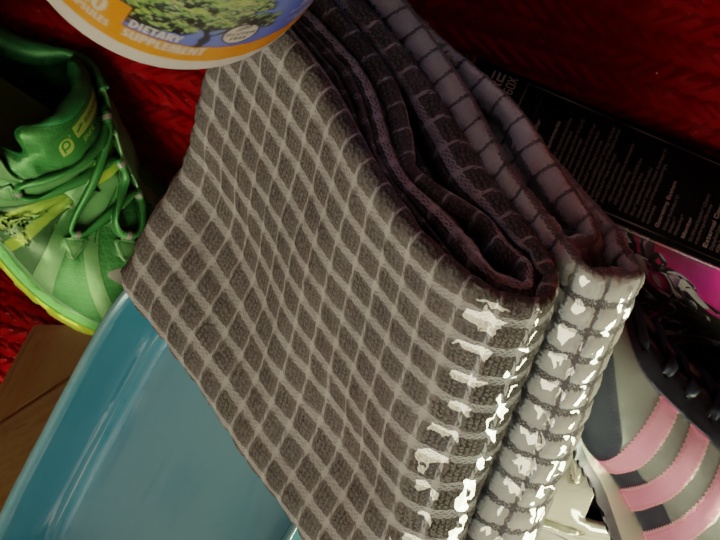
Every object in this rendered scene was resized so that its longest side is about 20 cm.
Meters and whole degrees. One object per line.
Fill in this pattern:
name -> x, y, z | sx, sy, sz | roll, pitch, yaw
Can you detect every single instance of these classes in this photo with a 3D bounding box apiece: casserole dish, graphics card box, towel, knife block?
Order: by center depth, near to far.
towel -> 0.000, 0.000, 1.051 | 0.200, 0.085, 0.166 | 52, 143, 34
graphics card box -> 0.113, 0.006, 1.132 | 0.199, 0.051, 0.126 | 23, 148, 3
casserole dish -> -0.074, 0.091, 1.199 | 0.121, 0.201, 0.039 | 35, -164, 25
knife block -> -0.125, 0.109, 1.277 | 0.199, 0.176, 0.064 | 0, 142, 34

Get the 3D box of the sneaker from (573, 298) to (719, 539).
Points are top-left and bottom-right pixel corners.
sneaker -> 0.119, 0.053, 1.105 | 0.082, 0.070, 0.201 | -17, 130, 11

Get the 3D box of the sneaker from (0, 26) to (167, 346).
sneaker -> -0.123, -0.038, 1.207 | 0.200, 0.074, 0.083 | 36, 150, -16

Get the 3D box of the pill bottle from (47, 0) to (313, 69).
pill bottle -> -0.031, -0.153, 0.918 | 0.112, 0.112, 0.200 | 30, 149, -8

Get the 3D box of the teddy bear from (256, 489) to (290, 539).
teddy bear -> -0.004, 0.162, 1.256 | 0.200, 0.067, 0.145 | 45, 131, -6

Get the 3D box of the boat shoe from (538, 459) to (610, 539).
boat shoe -> 0.072, 0.073, 1.202 | 0.065, 0.072, 0.200 | -12, 150, 35
